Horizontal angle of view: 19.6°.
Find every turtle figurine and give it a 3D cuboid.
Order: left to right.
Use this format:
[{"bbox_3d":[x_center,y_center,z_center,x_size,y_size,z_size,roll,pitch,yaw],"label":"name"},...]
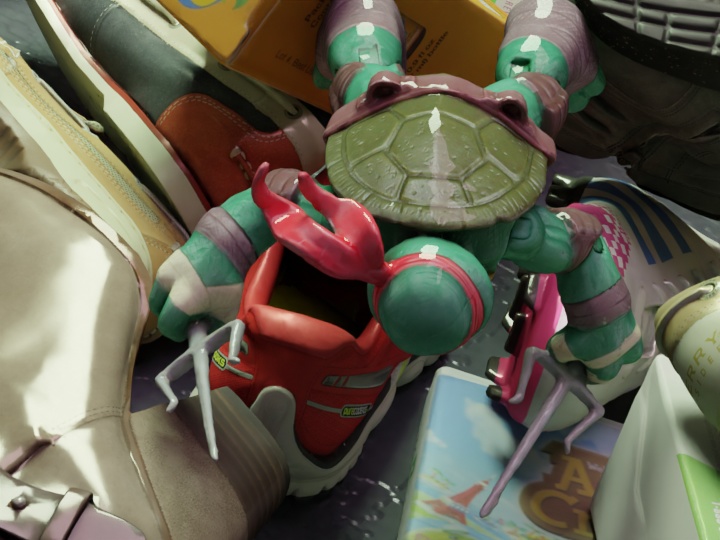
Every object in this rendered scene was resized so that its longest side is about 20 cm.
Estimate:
[{"bbox_3d":[0.022,-0.015,0.628,0.149,0.101,0.201,18,38,-5],"label":"turtle figurine"}]

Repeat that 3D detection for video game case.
[{"bbox_3d":[0.106,0.115,0.671,0.199,0.022,0.182,18,31,-1],"label":"video game case"}]

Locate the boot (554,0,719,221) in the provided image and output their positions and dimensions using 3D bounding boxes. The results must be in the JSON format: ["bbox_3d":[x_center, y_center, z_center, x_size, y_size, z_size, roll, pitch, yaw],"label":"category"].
[{"bbox_3d":[0.155,-0.051,0.744,0.199,0.131,0.068,28,71,8],"label":"boot"}]

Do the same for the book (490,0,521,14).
[{"bbox_3d":[-0.011,-0.140,0.901,0.199,0.134,0.048,23,4,6],"label":"book"}]

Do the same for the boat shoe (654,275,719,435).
[{"bbox_3d":[0.188,0.003,0.633,0.200,0.073,0.063,-22,48,-14],"label":"boat shoe"}]

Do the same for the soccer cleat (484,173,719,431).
[{"bbox_3d":[0.099,0.011,0.756,0.086,0.070,0.200,20,19,4],"label":"soccer cleat"}]

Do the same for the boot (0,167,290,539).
[{"bbox_3d":[-0.121,0.044,0.621,0.200,0.071,0.146,37,38,27],"label":"boot"}]

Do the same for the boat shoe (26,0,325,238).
[{"bbox_3d":[-0.080,-0.082,0.809,0.062,0.071,0.200,-33,45,-7],"label":"boat shoe"}]

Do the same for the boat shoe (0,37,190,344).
[{"bbox_3d":[-0.128,-0.043,0.762,0.076,0.072,0.200,-4,46,-52],"label":"boat shoe"}]

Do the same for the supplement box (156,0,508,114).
[{"bbox_3d":[-0.003,-0.096,0.779,0.069,0.067,0.200,43,11,23],"label":"supplement box"}]

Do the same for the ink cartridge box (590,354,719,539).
[{"bbox_3d":[0.180,0.103,0.645,0.199,0.068,0.117,13,31,-10],"label":"ink cartridge box"}]

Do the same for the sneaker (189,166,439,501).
[{"bbox_3d":[0.000,0.000,0.733,0.077,0.085,0.200,20,32,2],"label":"sneaker"}]
